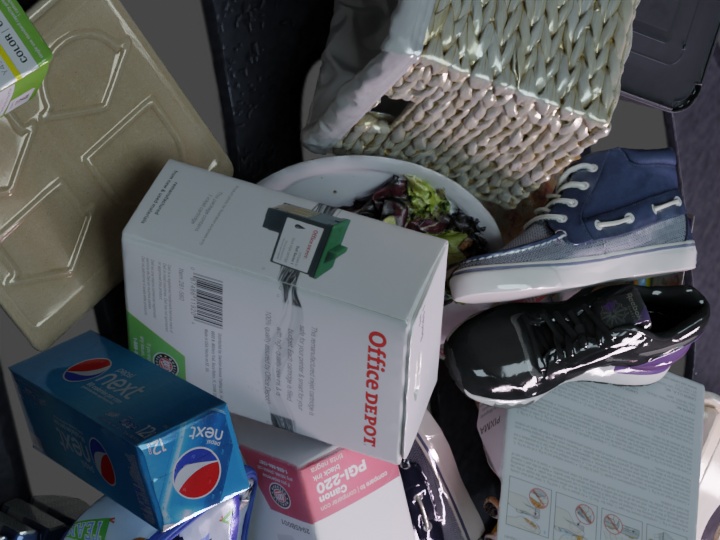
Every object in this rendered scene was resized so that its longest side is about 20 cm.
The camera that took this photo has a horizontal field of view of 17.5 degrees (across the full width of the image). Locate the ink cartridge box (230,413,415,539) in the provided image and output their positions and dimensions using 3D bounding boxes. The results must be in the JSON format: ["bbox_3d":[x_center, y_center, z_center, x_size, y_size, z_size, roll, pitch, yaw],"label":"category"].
[{"bbox_3d":[-0.032,0.192,1.644,0.085,0.146,0.200,-29,116,-30],"label":"ink cartridge box"}]

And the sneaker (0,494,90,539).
[{"bbox_3d":[-0.263,0.227,1.547,0.199,0.081,0.115,-11,106,-32],"label":"sneaker"}]

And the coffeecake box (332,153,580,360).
[{"bbox_3d":[0.082,-0.055,1.700,0.153,0.073,0.200,-35,119,-22],"label":"coffeecake box"}]

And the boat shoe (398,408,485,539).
[{"bbox_3d":[0.019,0.158,1.706,0.093,0.075,0.200,-41,127,-17],"label":"boat shoe"}]

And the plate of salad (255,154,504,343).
[{"bbox_3d":[0.000,0.000,1.611,0.200,0.048,0.200,2,135,2],"label":"plate of salad"}]

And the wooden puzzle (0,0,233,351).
[{"bbox_3d":[-0.199,-0.075,1.536,0.185,0.046,0.200,-43,126,-16],"label":"wooden puzzle"}]

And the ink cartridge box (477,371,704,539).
[{"bbox_3d":[0.159,0.147,1.647,0.162,0.057,0.200,20,60,-19],"label":"ink cartridge box"}]

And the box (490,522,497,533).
[{"bbox_3d":[0.165,0.257,1.756,0.119,0.200,0.041,-57,139,-7],"label":"box"}]

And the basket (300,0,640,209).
[{"bbox_3d":[0.078,-0.172,1.541,0.161,0.198,0.200,18,69,-13],"label":"basket"}]

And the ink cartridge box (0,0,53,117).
[{"bbox_3d":[-0.308,-0.125,1.397,0.200,0.076,0.148,-35,89,-22],"label":"ink cartridge box"}]

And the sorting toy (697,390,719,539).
[{"bbox_3d":[0.256,0.200,1.868,0.180,0.107,0.200,26,87,-42],"label":"sorting toy"}]

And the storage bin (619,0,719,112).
[{"bbox_3d":[0.198,-0.229,1.718,0.135,0.094,0.200,15,94,-34],"label":"storage bin"}]

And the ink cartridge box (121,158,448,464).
[{"bbox_3d":[-0.048,0.028,1.532,0.146,0.200,0.084,93,18,-47],"label":"ink cartridge box"}]

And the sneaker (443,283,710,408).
[{"bbox_3d":[0.152,0.038,1.618,0.200,0.088,0.076,-8,67,-33],"label":"sneaker"}]

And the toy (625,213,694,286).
[{"bbox_3d":[0.196,0.044,1.780,0.047,0.115,0.200,12,97,-17],"label":"toy"}]

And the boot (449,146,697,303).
[{"bbox_3d":[0.139,-0.032,1.597,0.200,0.073,0.090,-8,86,-35],"label":"boot"}]

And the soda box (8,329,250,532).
[{"bbox_3d":[-0.152,0.100,1.513,0.068,0.200,0.064,-25,114,-25],"label":"soda box"}]

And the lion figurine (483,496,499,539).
[{"bbox_3d":[0.169,0.171,1.734,0.122,0.200,0.073,-32,130,-32],"label":"lion figurine"}]

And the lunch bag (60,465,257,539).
[{"bbox_3d":[-0.135,0.209,1.574,0.160,0.076,0.200,-36,149,-43],"label":"lunch bag"}]

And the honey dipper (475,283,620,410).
[{"bbox_3d":[0.152,0.043,1.720,0.038,0.038,0.200,9,137,-34],"label":"honey dipper"}]
